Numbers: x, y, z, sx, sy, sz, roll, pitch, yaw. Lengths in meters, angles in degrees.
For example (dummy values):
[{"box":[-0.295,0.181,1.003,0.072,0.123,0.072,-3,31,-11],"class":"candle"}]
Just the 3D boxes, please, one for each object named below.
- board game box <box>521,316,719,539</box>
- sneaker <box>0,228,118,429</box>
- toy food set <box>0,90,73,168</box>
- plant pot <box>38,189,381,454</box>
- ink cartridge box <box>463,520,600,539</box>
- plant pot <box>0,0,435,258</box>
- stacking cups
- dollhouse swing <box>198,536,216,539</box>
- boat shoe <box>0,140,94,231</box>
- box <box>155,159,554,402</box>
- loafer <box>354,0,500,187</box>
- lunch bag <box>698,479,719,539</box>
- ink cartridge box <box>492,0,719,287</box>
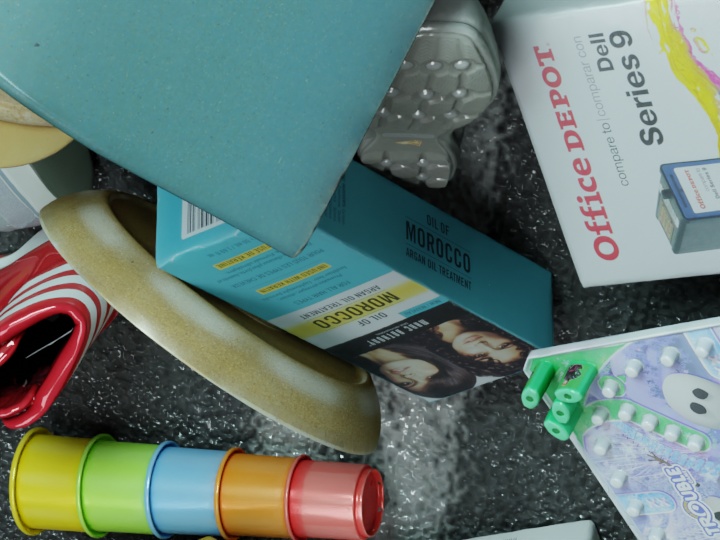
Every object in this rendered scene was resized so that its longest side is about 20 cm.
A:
[{"box":[0.197,0.104,1.345,0.200,0.026,0.200,-12,124,39],"class":"board game box"},{"box":[-0.199,0.045,1.523,0.078,0.116,0.200,43,128,-8],"class":"sneaker"},{"box":[-0.138,-0.157,1.317,0.200,0.198,0.049,66,164,0],"class":"toy food set"},{"box":[-0.066,0.018,1.413,0.200,0.200,0.027,35,99,-1],"class":"plant pot"},{"box":[0.066,0.241,1.469,0.125,0.200,0.129,-11,117,16],"class":"ink cartridge box"},{"box":[-0.098,-0.122,1.204,0.200,0.141,0.141,24,99,-27],"class":"plant pot"},{"box":[-0.087,0.123,1.563,0.200,0.061,0.061,5,124,20],"class":"stacking cups"},{"box":[-0.078,0.247,1.590,0.182,0.176,0.200,-26,95,14],"class":"dollhouse swing"},{"box":[-0.216,-0.099,1.463,0.072,0.070,0.201,-23,113,31],"class":"boat shoe"},{"box":[0.000,0.000,1.379,0.082,0.049,0.200,-22,146,35],"class":"box"},{"box":[0.024,-0.093,1.303,0.070,0.070,0.200,2,166,-6],"class":"loafer"},{"box":[0.259,0.091,1.377,0.200,0.076,0.160,14,128,17],"class":"lunch bag"},{"box":[0.178,-0.080,1.289,0.200,0.088,0.145,-4,120,29],"class":"ink cartridge box"}]
